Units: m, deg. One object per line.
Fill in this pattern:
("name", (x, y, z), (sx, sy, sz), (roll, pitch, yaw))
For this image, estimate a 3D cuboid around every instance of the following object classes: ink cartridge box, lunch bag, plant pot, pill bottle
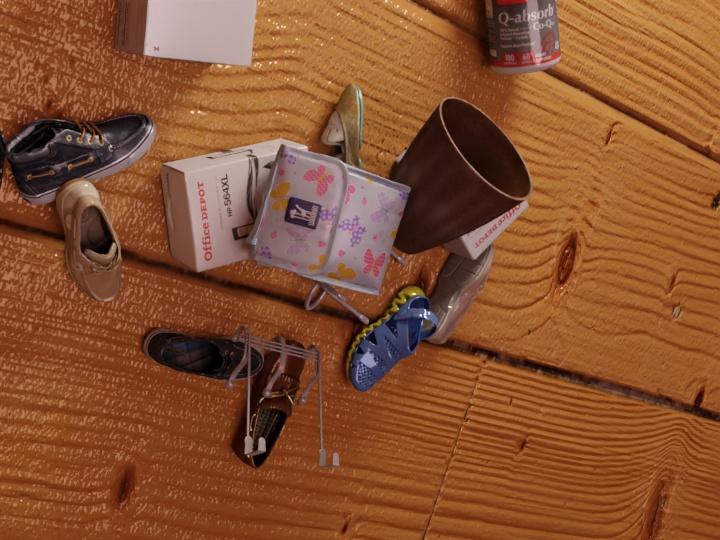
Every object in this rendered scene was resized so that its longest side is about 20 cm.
("ink cartridge box", (-0.172, -0.095, 1.506), (0.198, 0.084, 0.148), (-18, 113, -31))
("lunch bag", (-0.049, -0.069, 1.472), (0.198, 0.127, 0.171), (18, 90, -31))
("plant pot", (0.120, -0.118, 1.559), (0.186, 0.188, 0.200), (23, 129, -36))
("pill bottle", (0.255, -0.424, 1.679), (0.115, 0.116, 0.202), (-21, 114, -27))
("ink cartridge box", (0.170, -0.142, 1.721), (0.146, 0.084, 0.201), (-43, 122, -15))

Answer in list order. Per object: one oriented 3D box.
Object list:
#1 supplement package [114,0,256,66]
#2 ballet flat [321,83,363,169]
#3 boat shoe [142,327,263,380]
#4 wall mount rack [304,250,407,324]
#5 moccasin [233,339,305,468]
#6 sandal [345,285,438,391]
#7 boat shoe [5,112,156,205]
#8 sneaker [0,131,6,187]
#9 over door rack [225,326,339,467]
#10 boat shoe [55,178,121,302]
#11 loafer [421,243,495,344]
("supplement package", (-0.224, -0.378, 1.375), (0.154, 0.111, 0.203), (-1, 104, -33))
("ballet flat", (-0.028, -0.179, 1.594), (0.070, 0.070, 0.202), (-12, 110, -30))
("boat shoe", (-0.220, 0.127, 1.548), (0.199, 0.066, 0.071), (19, 93, -36))
("wall mount rack", (0.000, 0.000, 1.659), (0.201, 0.074, 0.174), (-56, 163, -4))
("moccasin", (-0.134, 0.205, 1.620), (0.073, 0.077, 0.203), (30, 84, -32))
("sandal", (0.055, 0.116, 1.717), (0.201, 0.087, 0.080), (-51, 132, -9))
("boat shoe", (-0.356, -0.165, 1.353), (0.199, 0.071, 0.091), (-34, 148, -20))
("sneaker", (-0.464, -0.179, 1.276), (0.069, 0.099, 0.203), (-14, 111, -32))
("over door rack", (-0.118, 0.190, 1.525), (0.147, 0.066, 0.202), (17, 49, -37))
("boat shoe", (-0.350, -0.026, 1.390), (0.072, 0.065, 0.201), (-25, 137, -24))
("loafer", (0.167, 0.035, 1.789), (0.201, 0.072, 0.063), (-56, 142, 0))
